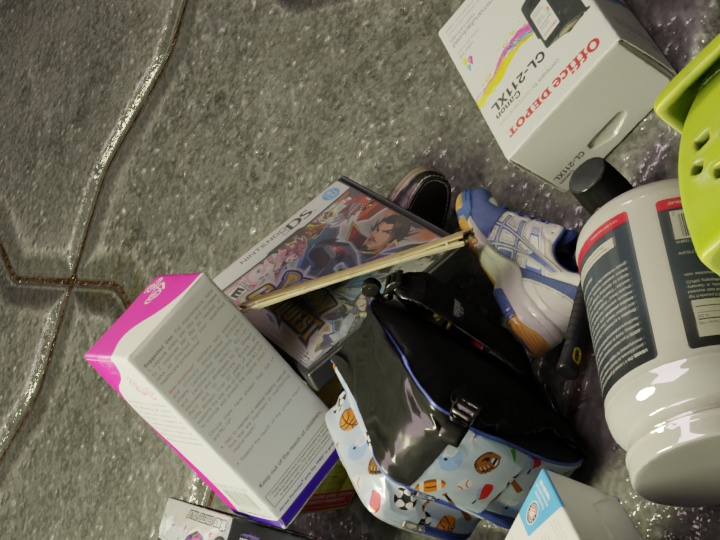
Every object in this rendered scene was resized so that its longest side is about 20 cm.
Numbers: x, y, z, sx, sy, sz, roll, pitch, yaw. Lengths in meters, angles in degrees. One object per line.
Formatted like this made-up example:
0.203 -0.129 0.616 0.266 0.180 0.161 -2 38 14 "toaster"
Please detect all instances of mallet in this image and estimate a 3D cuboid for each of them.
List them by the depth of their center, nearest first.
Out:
0.176 -0.007 1.057 0.041 0.066 0.201 -21 31 43 "mallet"

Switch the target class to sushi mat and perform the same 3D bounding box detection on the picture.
0.000 0.000 1.118 0.198 0.096 0.012 -18 90 13 "sushi mat"

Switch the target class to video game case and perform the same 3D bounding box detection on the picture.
-0.026 0.004 1.201 0.180 0.026 0.200 -39 37 -16 "video game case"

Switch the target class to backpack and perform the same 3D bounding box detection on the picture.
0.077 0.126 1.070 0.155 0.189 0.201 -57 32 24 "backpack"

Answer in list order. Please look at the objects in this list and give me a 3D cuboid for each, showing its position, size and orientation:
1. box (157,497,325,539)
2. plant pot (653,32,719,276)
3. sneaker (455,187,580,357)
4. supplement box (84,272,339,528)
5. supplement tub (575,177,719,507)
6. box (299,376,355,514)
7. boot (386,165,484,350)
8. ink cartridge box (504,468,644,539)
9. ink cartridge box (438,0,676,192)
-0.110 0.286 1.233 0.200 0.131 0.116 -11 62 65 "box"
0.322 -0.088 0.872 0.199 0.199 0.182 -45 34 27 "plant pot"
0.149 -0.013 1.167 0.088 0.075 0.201 -34 44 9 "sneaker"
-0.118 0.107 1.124 0.104 0.200 0.101 -50 23 -22 "supplement box"
0.234 0.050 0.950 0.140 0.140 0.201 -33 48 37 "supplement tub"
-0.019 0.138 1.228 0.050 0.075 0.201 60 138 39 "box"
0.062 0.017 1.241 0.150 0.073 0.201 36 105 54 "boot"
0.123 0.256 0.930 0.115 0.067 0.201 -108 41 -71 "ink cartridge box"
0.171 -0.194 1.205 0.146 0.082 0.201 -48 40 24 "ink cartridge box"
